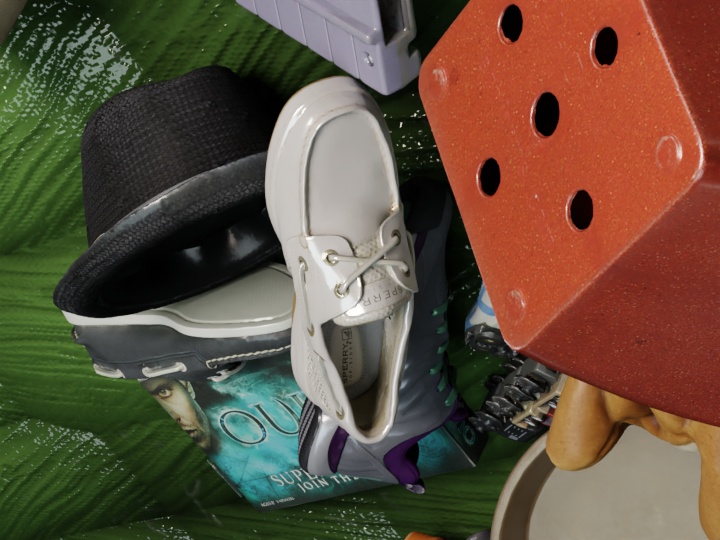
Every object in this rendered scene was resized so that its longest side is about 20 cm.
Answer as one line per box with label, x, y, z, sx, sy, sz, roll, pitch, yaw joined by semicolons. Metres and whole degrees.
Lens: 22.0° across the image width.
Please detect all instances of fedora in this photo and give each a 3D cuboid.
fedora;-0.094;-0.050;1.002;0.200;0.200;0.092;-34;75;47

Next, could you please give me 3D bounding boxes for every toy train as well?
toy train;0.096;0.069;1.015;0.046;0.034;0.200;26;167;1

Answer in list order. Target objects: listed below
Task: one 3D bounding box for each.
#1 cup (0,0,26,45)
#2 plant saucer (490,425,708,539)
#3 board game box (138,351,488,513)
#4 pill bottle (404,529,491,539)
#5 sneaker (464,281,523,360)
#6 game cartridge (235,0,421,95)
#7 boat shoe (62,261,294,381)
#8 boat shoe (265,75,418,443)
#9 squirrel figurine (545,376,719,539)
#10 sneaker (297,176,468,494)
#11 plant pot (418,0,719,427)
cup;-0.229;-0.181;0.914;0.143;0.201;0.201;-31;115;18
plant saucer;0.172;0.170;1.068;0.198;0.029;0.202;4;101;21
board game box;-0.034;0.087;1.173;0.199;0.028;0.135;-19;120;42
pill bottle;0.113;0.228;1.171;0.198;0.107;0.107;17;138;17
sneaker;0.097;-0.007;0.979;0.071;0.073;0.200;9;152;-2
game cartridge;-0.034;-0.188;0.849;0.129;0.038;0.201;31;146;37
boat shoe;-0.098;0.035;1.124;0.199;0.076;0.061;5;124;44
boat shoe;0.000;0.000;0.923;0.069;0.070;0.201;-129;25;-48
squirrel figurine;0.216;0.050;0.873;0.186;0.141;0.201;38;122;42
sneaker;0.031;0.038;1.046;0.087;0.075;0.201;16;123;-9
plant pot;0.140;-0.058;0.731;0.175;0.201;0.200;0;150;-31
